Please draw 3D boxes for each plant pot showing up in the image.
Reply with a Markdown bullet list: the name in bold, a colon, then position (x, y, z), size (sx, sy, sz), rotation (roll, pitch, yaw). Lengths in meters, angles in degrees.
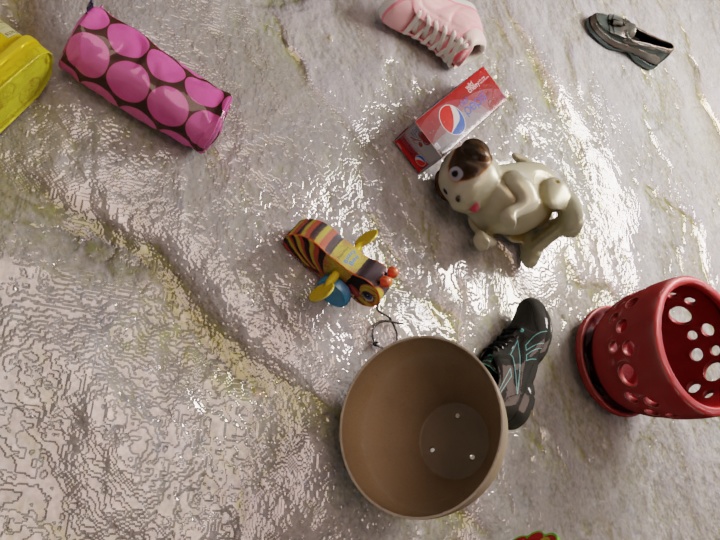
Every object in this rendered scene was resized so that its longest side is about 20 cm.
- **plant pot**: position (0.443, 0.129, 0.982), size (0.198, 0.182, 0.203), rotation (10, 68, -26)
- **plant pot**: position (0.091, 0.195, 0.780), size (0.134, 0.198, 0.203), rotation (39, 50, -55)

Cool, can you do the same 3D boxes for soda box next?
- **soda box**: position (0.143, -0.237, 1.012), size (0.070, 0.063, 0.200), rotation (51, 56, -5)

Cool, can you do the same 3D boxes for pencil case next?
- **pencil case**: position (-0.250, -0.230, 0.779), size (0.199, 0.091, 0.094), rotation (34, 46, -18)

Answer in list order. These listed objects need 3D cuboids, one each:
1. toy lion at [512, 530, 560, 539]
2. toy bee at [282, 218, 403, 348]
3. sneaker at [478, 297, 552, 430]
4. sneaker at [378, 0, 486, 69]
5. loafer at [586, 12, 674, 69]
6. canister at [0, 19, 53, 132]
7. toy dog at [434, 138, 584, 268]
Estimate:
- **toy lion**: position (0.167, 0.396, 0.757), size (0.199, 0.192, 0.069), rotation (-38, 93, 7)
- **toy bee**: position (0.000, 0.000, 0.825), size (0.198, 0.109, 0.132), rotation (26, 60, -19)
- **sneaker**: position (0.217, 0.120, 0.924), size (0.079, 0.075, 0.202), rotation (28, 61, -15)
- **sneaker**: position (0.126, -0.387, 1.046), size (0.198, 0.075, 0.106), rotation (-6, 71, -35)
- **loafer**: position (0.555, -0.484, 1.328), size (0.198, 0.063, 0.073), rotation (19, 65, -23)
- **canister**: position (-0.450, -0.234, 0.667), size (0.199, 0.086, 0.149), rotation (37, 59, -12)
- **toy dog**: position (0.211, -0.121, 0.968), size (0.198, 0.139, 0.196), rotation (16, 65, -22)
